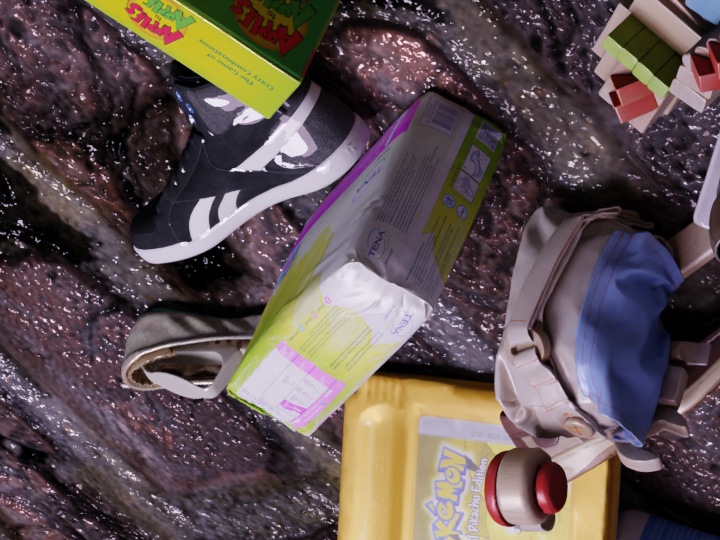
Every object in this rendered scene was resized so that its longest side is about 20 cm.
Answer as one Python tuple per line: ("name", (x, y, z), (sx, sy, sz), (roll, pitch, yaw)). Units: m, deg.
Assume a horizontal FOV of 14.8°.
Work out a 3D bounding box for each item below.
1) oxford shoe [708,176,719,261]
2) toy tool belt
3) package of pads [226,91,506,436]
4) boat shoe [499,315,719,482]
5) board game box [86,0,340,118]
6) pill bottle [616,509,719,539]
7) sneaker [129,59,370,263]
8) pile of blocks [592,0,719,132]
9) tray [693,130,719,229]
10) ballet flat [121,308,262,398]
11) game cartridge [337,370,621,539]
("oxford shoe", (0.292, -0.009, 1.552), (0.199, 0.085, 0.073), (7, 139, 20))
("toy tool belt", (0.149, 0.059, 1.663), (0.122, 0.201, 0.125), (-1, 156, 31))
("package of pads", (0.000, 0.000, 1.706), (0.068, 0.155, 0.200), (31, 143, -9))
("boat shoe", (0.169, 0.067, 1.759), (0.200, 0.072, 0.072), (-35, 93, 37))
("board game box", (-0.108, -0.186, 1.582), (0.199, 0.102, 0.048), (33, 144, -11))
("pill bottle", (0.213, 0.230, 1.909), (0.199, 0.113, 0.113), (19, 144, 10))
("sneaker", (-0.097, -0.084, 1.737), (0.199, 0.073, 0.112), (-26, 118, 37))
("pile of blocks", (0.184, -0.126, 1.496), (0.200, 0.062, 0.082), (-19, 109, 53))
("tray", (0.260, -0.077, 1.574), (0.107, 0.022, 0.200), (20, 144, 8))
("ballet flat", (-0.077, 0.065, 1.910), (0.199, 0.063, 0.068), (-1, 137, 30))
("game cartridge", (0.078, 0.164, 1.880), (0.199, 0.032, 0.177), (5, 97, 24))
